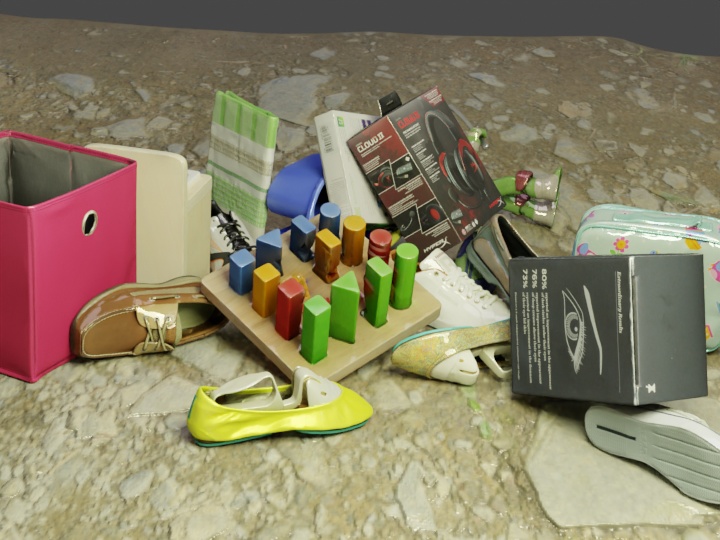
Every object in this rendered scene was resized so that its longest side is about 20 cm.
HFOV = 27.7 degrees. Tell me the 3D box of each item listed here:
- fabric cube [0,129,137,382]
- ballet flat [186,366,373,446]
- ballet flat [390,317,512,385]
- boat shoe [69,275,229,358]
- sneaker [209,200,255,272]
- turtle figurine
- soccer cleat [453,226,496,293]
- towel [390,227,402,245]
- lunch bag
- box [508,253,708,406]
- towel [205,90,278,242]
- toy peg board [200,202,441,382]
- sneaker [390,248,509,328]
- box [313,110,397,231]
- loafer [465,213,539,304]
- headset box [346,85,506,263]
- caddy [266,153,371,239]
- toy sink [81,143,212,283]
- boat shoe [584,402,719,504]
[{"bbox_3d":[-0.379,-0.022,1.625,0.198,0.202,0.196,14,24,25],"label":"fabric cube"},{"bbox_3d":[-0.078,0.132,1.468,0.198,0.068,0.067,-5,23,-20],"label":"ballet flat"},{"bbox_3d":[0.131,0.093,1.610,0.198,0.072,0.071,-10,26,-25],"label":"ballet flat"},{"bbox_3d":[-0.228,0.055,1.627,0.199,0.076,0.073,-19,34,-42],"label":"boat shoe"},{"bbox_3d":[-0.165,-0.026,1.823,0.073,0.081,0.199,-12,28,-34],"label":"sneaker"},{"bbox_3d":[0.191,-0.142,2.071,0.192,0.145,0.200,11,27,9],"label":"turtle figurine"},{"bbox_3d":[0.161,-0.023,1.854,0.064,0.085,0.200,10,24,13],"label":"soccer cleat"},{"bbox_3d":[0.000,0.000,1.779,0.086,0.018,0.200,-32,8,34],"label":"towel"},{"bbox_3d":[0.346,0.005,1.712,0.198,0.162,0.077,8,23,13],"label":"lunch bag"},{"bbox_3d":[0.252,0.057,1.504,0.103,0.150,0.199,-3,2,-33],"label":"box"},{"bbox_3d":[-0.153,-0.119,1.891,0.030,0.202,0.149,-4,22,-37],"label":"towel"},{"bbox_3d":[-0.041,0.003,1.618,0.199,0.098,0.199,-29,55,-31],"label":"toy peg board"},{"bbox_3d":[0.110,0.025,1.734,0.198,0.086,0.073,14,23,21],"label":"sneaker"},{"bbox_3d":[0.022,-0.124,1.859,0.036,0.146,0.199,-15,-8,35],"label":"box"},{"bbox_3d":[0.204,0.016,1.705,0.200,0.063,0.072,45,35,23],"label":"loafer"},{"bbox_3d":[0.079,-0.130,1.822,0.075,0.201,0.148,-29,4,35],"label":"headset box"},{"bbox_3d":[-0.036,-0.072,1.874,0.104,0.143,0.200,9,23,27],"label":"caddy"},{"bbox_3d":[-0.252,-0.063,1.739,0.129,0.202,0.112,7,23,11],"label":"toy sink"},{"bbox_3d":[0.314,0.165,1.435,0.066,0.074,0.199,-18,30,-37],"label":"boat shoe"}]
